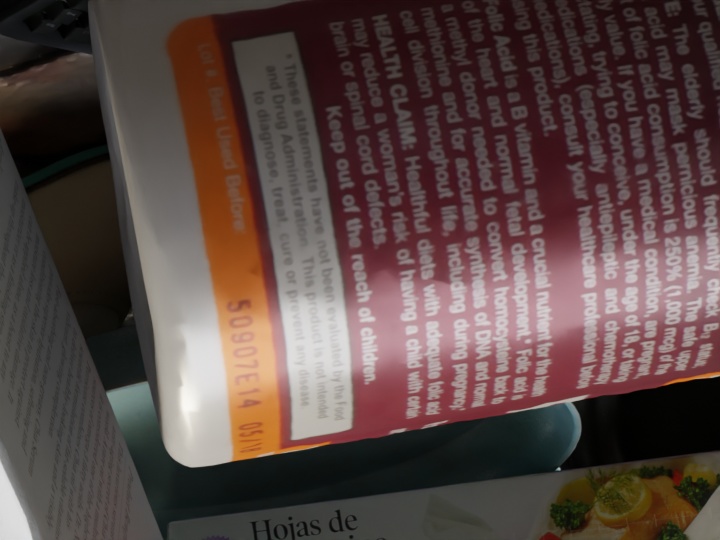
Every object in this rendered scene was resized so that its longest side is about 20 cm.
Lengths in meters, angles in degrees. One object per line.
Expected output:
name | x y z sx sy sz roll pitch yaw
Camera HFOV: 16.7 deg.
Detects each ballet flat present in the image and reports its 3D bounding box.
ballet flat | -0.122 0.027 0.745 0.200 0.070 0.069 -26 157 34

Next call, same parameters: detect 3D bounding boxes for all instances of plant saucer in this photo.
plant saucer | -0.036 0.051 0.720 0.200 0.027 0.200 -7 158 -3

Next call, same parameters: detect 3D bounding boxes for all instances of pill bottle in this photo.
pill bottle | 0.045 -0.027 0.560 0.200 0.114 0.114 -9 161 -7

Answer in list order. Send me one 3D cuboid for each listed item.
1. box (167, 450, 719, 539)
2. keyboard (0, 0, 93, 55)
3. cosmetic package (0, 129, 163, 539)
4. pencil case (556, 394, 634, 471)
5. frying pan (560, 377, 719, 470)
box | 0.042 0.087 0.751 0.200 0.039 0.041 -7 156 -5
keyboard | 0.018 -0.069 0.628 0.200 0.021 0.127 6 154 -44
cosmetic package | -0.104 0.037 0.570 0.071 0.101 0.200 -15 119 7
pencil case | 0.051 0.064 0.928 0.092 0.085 0.200 -46 180 -30
frying pan | 0.152 0.029 0.801 0.190 0.115 0.031 -31 164 10
